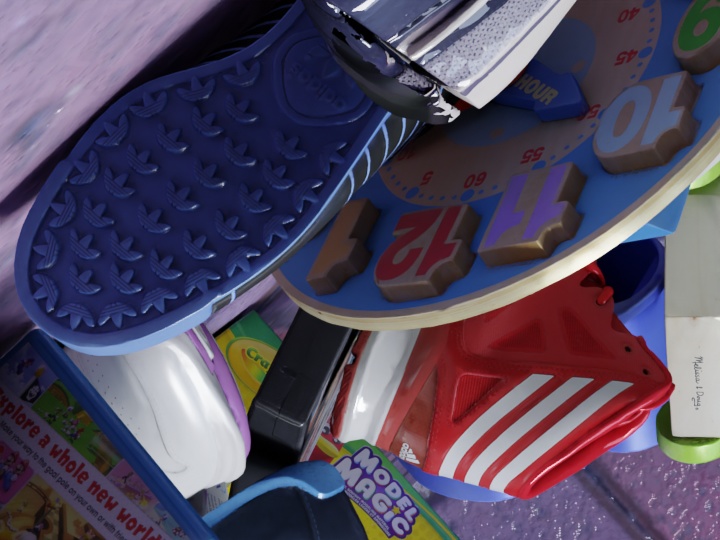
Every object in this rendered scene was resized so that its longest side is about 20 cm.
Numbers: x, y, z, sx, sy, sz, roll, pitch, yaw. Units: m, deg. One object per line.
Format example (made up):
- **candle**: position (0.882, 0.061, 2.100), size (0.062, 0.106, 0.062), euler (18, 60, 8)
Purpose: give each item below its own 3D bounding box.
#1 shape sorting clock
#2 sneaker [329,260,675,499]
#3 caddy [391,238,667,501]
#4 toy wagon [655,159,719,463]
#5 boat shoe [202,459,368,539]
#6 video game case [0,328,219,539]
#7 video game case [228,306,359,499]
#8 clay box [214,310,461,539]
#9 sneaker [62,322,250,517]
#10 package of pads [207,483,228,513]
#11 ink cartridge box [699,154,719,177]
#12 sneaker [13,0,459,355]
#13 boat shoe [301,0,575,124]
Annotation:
- **shape sorting clock**: position (0.050, -0.060, 0.832), size (0.199, 0.039, 0.201), euler (-27, -143, 22)
- **sneaker**: position (0.075, 0.000, 0.994), size (0.078, 0.115, 0.201), euler (107, 9, -70)
- **caddy**: position (0.063, 0.018, 1.186), size (0.141, 0.106, 0.200), euler (-20, -157, -13)
- **toy wagon**: position (0.140, -0.028, 1.060), size (0.201, 0.039, 0.156), euler (-77, 164, -47)
- **boat shoe**: position (-0.075, 0.148, 0.997), size (0.200, 0.069, 0.084), euler (-38, 170, 37)
- **video game case**: position (-0.146, 0.122, 0.835), size (0.200, 0.143, 0.018), euler (-44, 129, -3)
- **video game case**: position (0.000, 0.000, 1.039), size (0.200, 0.025, 0.182), euler (109, 7, -74)
- **clay box**: position (-0.016, 0.128, 1.217), size (0.048, 0.200, 0.115), euler (-37, 171, -36)
- **sneaker**: position (-0.098, 0.072, 0.966), size (0.099, 0.075, 0.200), euler (-23, 158, -22)
- **package of pads**: position (-0.124, 0.182, 1.166), size (0.068, 0.155, 0.200), euler (20, 128, -32)
- **ink cartridge box**: position (0.145, -0.130, 0.985), size (0.200, 0.116, 0.067), euler (-39, 168, -38)
- **sneaker**: position (-0.019, -0.044, 0.781), size (0.200, 0.070, 0.078), euler (-43, 167, -9)
- **boat shoe**: position (0.053, -0.133, 0.689), size (0.201, 0.075, 0.093), euler (-55, 155, 3)
